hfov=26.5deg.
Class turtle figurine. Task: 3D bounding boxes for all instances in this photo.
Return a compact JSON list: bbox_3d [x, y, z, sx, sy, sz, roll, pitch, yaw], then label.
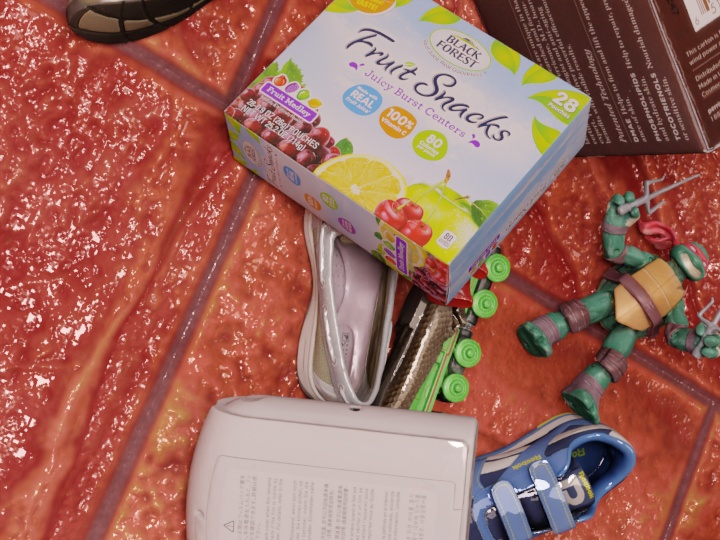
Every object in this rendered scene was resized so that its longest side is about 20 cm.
[{"bbox_3d":[0.231,0.024,1.247,0.200,0.101,0.150,-39,76,-11],"label":"turtle figurine"}]

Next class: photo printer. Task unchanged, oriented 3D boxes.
[{"bbox_3d":[-0.023,0.173,1.065,0.199,0.069,0.167,5,101,8],"label":"photo printer"}]

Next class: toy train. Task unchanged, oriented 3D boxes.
[{"bbox_3d":[0.060,0.067,1.183,0.056,0.042,0.201,24,80,-19],"label":"toy train"}]

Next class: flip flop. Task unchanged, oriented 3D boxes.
[{"bbox_3d":[-0.120,-0.212,1.047,0.200,0.081,0.058,-32,90,-28],"label":"flip flop"}]

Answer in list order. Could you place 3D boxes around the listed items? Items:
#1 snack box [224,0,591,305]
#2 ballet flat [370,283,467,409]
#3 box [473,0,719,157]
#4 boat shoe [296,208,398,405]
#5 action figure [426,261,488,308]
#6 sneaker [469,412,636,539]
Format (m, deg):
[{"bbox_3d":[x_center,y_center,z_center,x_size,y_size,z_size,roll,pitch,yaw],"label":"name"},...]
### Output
[{"bbox_3d":[0.033,-0.100,1.079,0.200,0.068,0.169,36,69,18],"label":"snack box"},{"bbox_3d":[0.029,0.098,1.133,0.046,0.067,0.201,25,83,-13],"label":"ballet flat"},{"bbox_3d":[0.224,-0.196,1.180,0.166,0.200,0.165,-34,109,-25],"label":"box"},{"bbox_3d":[-0.001,0.001,1.127,0.074,0.065,0.203,11,87,-31],"label":"boat shoe"},{"bbox_3d":[0.055,-0.076,1.145,0.098,0.065,0.201,17,51,-7],"label":"action figure"},{"bbox_3d":[0.133,0.175,1.205,0.200,0.082,0.074,-32,109,-26],"label":"sneaker"}]
